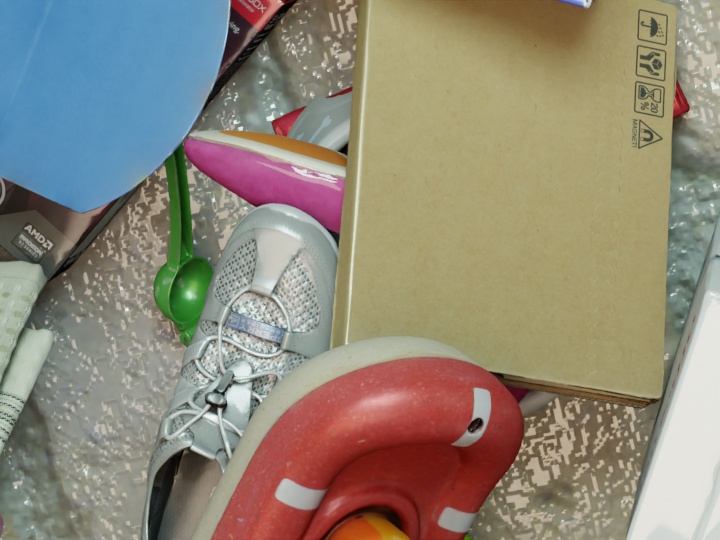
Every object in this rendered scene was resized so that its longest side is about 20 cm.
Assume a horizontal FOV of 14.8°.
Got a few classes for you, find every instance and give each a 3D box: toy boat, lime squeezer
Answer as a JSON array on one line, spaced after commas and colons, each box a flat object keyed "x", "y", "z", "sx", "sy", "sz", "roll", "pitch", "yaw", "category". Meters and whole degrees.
[{"x": 0.007, "y": 0.131, "z": 1.216, "sx": 0.131, "sy": 0.130, "sz": 0.200, "roll": 42, "pitch": 112, "yaw": 43, "category": "toy boat"}, {"x": -0.065, "y": 0.025, "z": 1.428, "sx": 0.071, "sy": 0.038, "sz": 0.200, "roll": -22, "pitch": 102, "yaw": 33, "category": "lime squeezer"}]

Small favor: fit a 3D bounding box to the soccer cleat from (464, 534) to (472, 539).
[{"x": -0.022, "y": 0.186, "z": 1.451, "sx": 0.200, "sy": 0.068, "sz": 0.081, "roll": -15, "pitch": 64, "yaw": 23, "category": "soccer cleat"}]

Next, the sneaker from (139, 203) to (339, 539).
[{"x": -0.054, "y": 0.069, "z": 1.276, "sx": 0.075, "sy": 0.082, "sz": 0.201, "roll": 13, "pitch": 94, "yaw": 14, "category": "sneaker"}]

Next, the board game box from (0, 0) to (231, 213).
[{"x": -0.145, "y": -0.119, "z": 1.358, "sx": 0.200, "sy": 0.039, "sz": 0.158, "roll": 23, "pitch": 94, "yaw": 25, "category": "board game box"}]

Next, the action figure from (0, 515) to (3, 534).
[{"x": -0.253, "y": 0.121, "z": 1.428, "sx": 0.134, "sy": 0.149, "sz": 0.200, "roll": 32, "pitch": 77, "yaw": -6, "category": "action figure"}]

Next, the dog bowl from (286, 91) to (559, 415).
[{"x": 0.046, "y": -0.012, "z": 1.382, "sx": 0.199, "sy": 0.059, "sz": 0.201, "roll": 2, "pitch": 110, "yaw": 7, "category": "dog bowl"}]

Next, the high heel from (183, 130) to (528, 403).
[{"x": 0.000, "y": 0.000, "z": 1.326, "sx": 0.200, "sy": 0.067, "sz": 0.096, "roll": 18, "pitch": 101, "yaw": -13, "category": "high heel"}]

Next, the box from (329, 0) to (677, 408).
[{"x": 0.070, "y": -0.045, "z": 1.299, "sx": 0.163, "sy": 0.021, "sz": 0.201, "roll": 10, "pitch": 73, "yaw": -19, "category": "box"}]

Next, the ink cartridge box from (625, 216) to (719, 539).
[{"x": 0.213, "y": 0.078, "z": 1.311, "sx": 0.144, "sy": 0.200, "sz": 0.148, "roll": 17, "pitch": 104, "yaw": 6, "category": "ink cartridge box"}]

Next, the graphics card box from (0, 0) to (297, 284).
[{"x": -0.140, "y": -0.107, "z": 1.412, "sx": 0.125, "sy": 0.051, "sz": 0.200, "roll": 42, "pitch": 106, "yaw": -1, "category": "graphics card box"}]

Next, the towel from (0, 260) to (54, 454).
[{"x": -0.260, "y": 0.080, "z": 1.403, "sx": 0.192, "sy": 0.200, "sz": 0.035, "roll": 0, "pitch": 145, "yaw": 29, "category": "towel"}]

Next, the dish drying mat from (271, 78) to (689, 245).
[{"x": 0.060, "y": -0.078, "z": 1.399, "sx": 0.200, "sy": 0.018, "sz": 0.077, "roll": -21, "pitch": 102, "yaw": 14, "category": "dish drying mat"}]

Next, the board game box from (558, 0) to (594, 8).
[{"x": 0.032, "y": -0.204, "z": 1.305, "sx": 0.199, "sy": 0.159, "sz": 0.097, "roll": 16, "pitch": 105, "yaw": 7, "category": "board game box"}]
